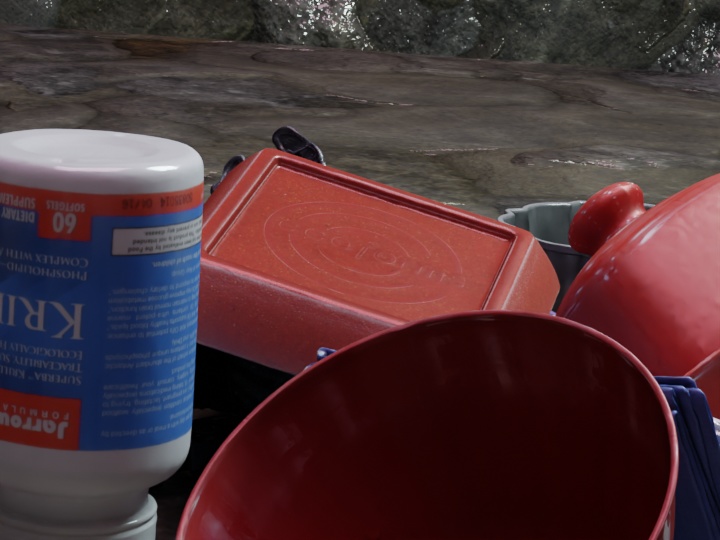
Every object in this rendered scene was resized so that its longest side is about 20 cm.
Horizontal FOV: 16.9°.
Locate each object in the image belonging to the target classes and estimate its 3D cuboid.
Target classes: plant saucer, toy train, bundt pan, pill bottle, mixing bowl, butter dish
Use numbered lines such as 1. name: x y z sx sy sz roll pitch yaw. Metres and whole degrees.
1. plant saucer: 0.000 0.000 1.259 0.199 0.037 0.200 18 25 6
2. toy train: -0.134 0.099 1.260 0.199 0.034 0.046 -7 12 -40
3. bundt pan: 0.191 0.006 1.676 0.201 0.076 0.202 3 13 -1
4. pill bottle: -0.132 0.040 1.136 0.112 0.201 0.112 3 12 -1
5. mixing bowl: 0.039 0.123 0.934 0.199 0.109 0.201 -15 38 12
6. butter dish: 0.157 0.021 1.158 0.199 0.200 0.148 -28 68 -27

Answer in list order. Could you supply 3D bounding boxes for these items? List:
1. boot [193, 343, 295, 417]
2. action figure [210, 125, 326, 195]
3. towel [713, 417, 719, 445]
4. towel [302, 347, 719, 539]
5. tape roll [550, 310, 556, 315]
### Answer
1. boot: -0.093 0.047 1.245 0.158 0.080 0.211 32 30 34
2. action figure: -0.025 -0.007 1.626 0.118 0.102 0.200 -21 -36 14
3. towel: 0.166 0.109 1.046 0.199 0.147 0.024 16 56 20
4. towel: 0.077 0.098 1.041 0.199 0.145 0.024 4 38 39
5. tape roll: 0.019 0.011 1.453 0.199 0.066 0.200 27 3 -1
